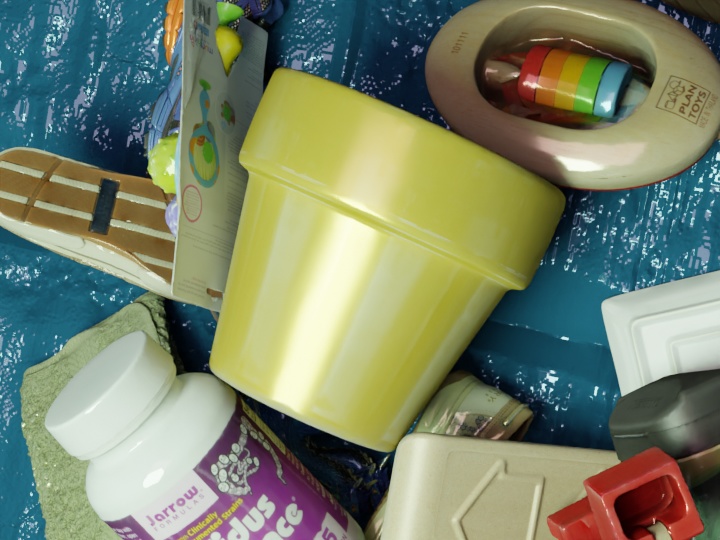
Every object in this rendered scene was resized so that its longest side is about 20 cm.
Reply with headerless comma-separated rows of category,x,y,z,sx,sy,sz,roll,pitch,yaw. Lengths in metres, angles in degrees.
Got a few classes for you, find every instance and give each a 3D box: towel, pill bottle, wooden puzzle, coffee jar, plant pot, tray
towel,-0.175,0.123,1.132,0.148,0.036,0.200,-36,53,20
pill bottle,-0.097,0.135,0.991,0.112,0.112,0.200,-36,110,18
wooden puzzle,0.102,0.198,1.016,0.199,0.046,0.186,8,95,-16
coffee jar,0.223,0.156,0.957,0.085,0.104,0.201,-22,90,-19
plant pot,0.000,0.000,0.998,0.200,0.201,0.189,25,91,20
tray,0.254,0.048,1.004,0.199,0.022,0.108,-14,85,21

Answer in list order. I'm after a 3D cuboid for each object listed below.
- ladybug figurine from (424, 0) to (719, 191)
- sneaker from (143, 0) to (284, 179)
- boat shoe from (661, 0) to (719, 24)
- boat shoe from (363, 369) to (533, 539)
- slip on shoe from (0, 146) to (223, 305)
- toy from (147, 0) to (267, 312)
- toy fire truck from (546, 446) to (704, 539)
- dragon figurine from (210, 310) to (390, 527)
ladybug figurine,0.138,-0.107,1.012,0.199,0.072,0.136,20,69,24
sneaker,-0.099,-0.113,1.120,0.078,0.075,0.201,7,94,18
boat shoe,0.264,-0.185,0.982,0.202,0.075,0.075,19,83,15
boat shoe,0.047,0.167,1.058,0.063,0.073,0.201,25,98,23
slip on shoe,-0.158,-0.026,1.087,0.199,0.061,0.076,16,76,-8
toy,-0.104,-0.074,1.037,0.047,0.115,0.201,1,80,23
toy fire truck,0.166,0.191,0.934,0.049,0.141,0.201,-24,103,-11
dragon figurine,-0.044,0.087,1.102,0.099,0.059,0.201,-19,80,20
